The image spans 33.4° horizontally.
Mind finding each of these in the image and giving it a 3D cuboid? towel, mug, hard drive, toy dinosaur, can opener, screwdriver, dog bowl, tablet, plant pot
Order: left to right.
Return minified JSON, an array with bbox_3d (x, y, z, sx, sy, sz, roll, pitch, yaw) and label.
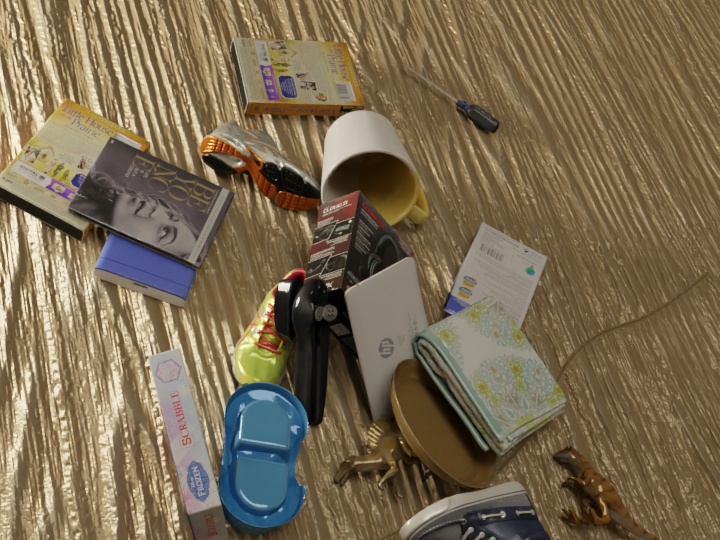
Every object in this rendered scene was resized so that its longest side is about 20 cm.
[{"bbox_3d":[-0.282,-0.052,1.697,0.131,0.025,0.201,19,50,-7],"label":"hard drive"},{"bbox_3d":[-0.127,0.240,1.520,0.110,0.050,0.202,11,53,-14],"label":"dog bowl"},{"bbox_3d":[-0.066,0.108,1.580,0.063,0.078,0.202,-15,105,-44],"label":"can opener"},{"bbox_3d":[0.011,-0.151,1.837,0.148,0.188,0.154,-16,41,4],"label":"mug"},{"bbox_3d":[0.046,0.096,1.635,0.130,0.202,0.014,-27,23,-35],"label":"tablet"},{"bbox_3d":[0.058,0.233,1.593,0.199,0.058,0.101,-34,74,-34],"label":"toy dinosaur"},{"bbox_3d":[0.106,0.209,1.605,0.200,0.027,0.201,38,27,-23],"label":"plant pot"},{"bbox_3d":[0.151,-0.296,2.058,0.199,0.028,0.029,31,78,5],"label":"screwdriver"},{"bbox_3d":[0.183,0.145,1.670,0.170,0.048,0.201,-22,73,-44],"label":"towel"},{"bbox_3d":[0.338,0.320,1.640,0.106,0.061,0.200,-28,69,-37],"label":"toy dinosaur"}]

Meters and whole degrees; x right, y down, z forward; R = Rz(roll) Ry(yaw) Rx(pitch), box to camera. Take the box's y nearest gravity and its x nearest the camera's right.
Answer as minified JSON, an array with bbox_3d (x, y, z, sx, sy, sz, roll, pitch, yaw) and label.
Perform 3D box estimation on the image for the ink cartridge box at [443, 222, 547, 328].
[{"bbox_3d":[0.202,0.027,1.822,0.119,0.042,0.201,28,47,0],"label":"ink cartridge box"}]

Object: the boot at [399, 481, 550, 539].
[{"bbox_3d":[0.151,0.338,1.542,0.198,0.073,0.091,-12,54,-29],"label":"boot"}]

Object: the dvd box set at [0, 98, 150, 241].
[{"bbox_3d":[-0.410,-0.147,1.714,0.145,0.029,0.201,27,50,-1],"label":"dvd box set"}]

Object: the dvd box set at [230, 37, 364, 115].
[{"bbox_3d":[-0.103,-0.315,1.954,0.198,0.029,0.147,-2,55,-21],"label":"dvd box set"}]

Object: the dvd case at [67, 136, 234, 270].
[{"bbox_3d":[-0.293,-0.097,1.696,0.198,0.016,0.149,25,50,-5],"label":"dvd case"}]

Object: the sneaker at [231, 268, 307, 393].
[{"bbox_3d":[-0.116,0.075,1.625,0.078,0.091,0.201,23,50,-4],"label":"sneaker"}]

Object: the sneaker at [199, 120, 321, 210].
[{"bbox_3d":[-0.138,-0.169,1.816,0.199,0.076,0.092,30,42,-2],"label":"sneaker"}]

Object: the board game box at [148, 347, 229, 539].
[{"bbox_3d":[-0.197,0.226,1.405,0.041,0.201,0.201,-14,59,-10],"label":"board game box"}]

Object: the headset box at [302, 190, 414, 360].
[{"bbox_3d":[0.000,0.000,1.692,0.149,0.077,0.201,47,39,-35],"label":"headset box"}]
